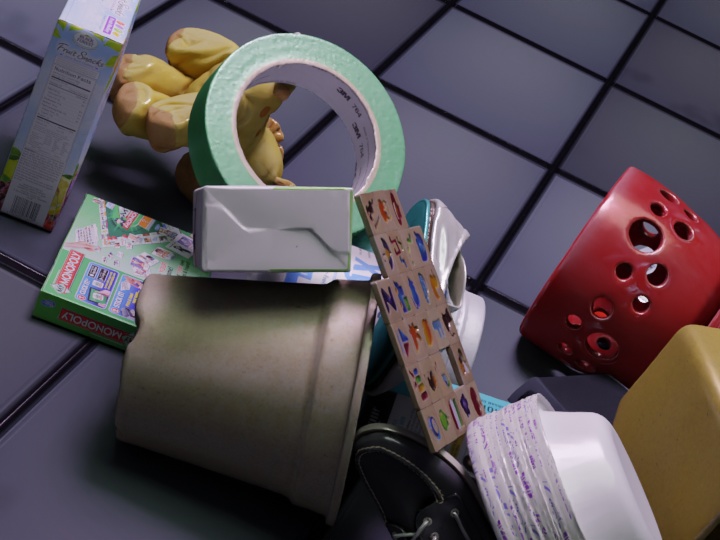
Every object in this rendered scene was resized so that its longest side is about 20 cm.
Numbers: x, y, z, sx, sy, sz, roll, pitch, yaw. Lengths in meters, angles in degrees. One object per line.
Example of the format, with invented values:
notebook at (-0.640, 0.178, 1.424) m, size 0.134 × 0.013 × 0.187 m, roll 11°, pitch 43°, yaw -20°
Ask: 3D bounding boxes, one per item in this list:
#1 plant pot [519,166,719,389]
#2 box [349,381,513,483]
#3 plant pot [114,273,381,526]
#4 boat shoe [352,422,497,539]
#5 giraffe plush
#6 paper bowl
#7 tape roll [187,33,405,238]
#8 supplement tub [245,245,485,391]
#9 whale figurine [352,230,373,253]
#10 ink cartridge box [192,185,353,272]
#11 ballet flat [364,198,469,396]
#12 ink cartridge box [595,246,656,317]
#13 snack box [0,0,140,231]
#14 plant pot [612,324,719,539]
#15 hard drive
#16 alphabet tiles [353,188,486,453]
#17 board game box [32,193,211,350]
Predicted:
plant pot at (0.280, 0.030, 1.931) m, size 0.182 × 0.201 × 0.200 m, roll 37°, pitch 28°, yaw 8°
box at (0.093, 0.148, 1.647) m, size 0.199 × 0.083 × 0.049 m, roll 19°, pitch 24°, yaw 0°
plant pot at (-0.091, 0.083, 1.542) m, size 0.183 × 0.201 × 0.201 m, roll 11°, pitch 27°, yaw -1°
boat shoe at (0.060, 0.200, 1.491) m, size 0.200 × 0.073 × 0.063 m, roll 51°, pitch 37°, yaw -19°
giraffe plush at (-0.137, -0.133, 1.936) m, size 0.199 × 0.163 × 0.173 m, roll -14°, pitch 39°, yaw -7°
paper bowl at (0.166, 0.190, 1.512) m, size 0.201 × 0.104 × 0.201 m, roll -23°, pitch 90°, yaw -81°
tape roll at (-0.057, -0.116, 1.802) m, size 0.200 × 0.048 × 0.201 m, roll 9°, pitch 68°, yaw -23°
supplement tub at (-0.005, 0.048, 1.719) m, size 0.199 × 0.132 × 0.132 m, roll 19°, pitch 26°, yaw -7°
whale figurine at (0.000, 0.000, 1.843) m, size 0.199 × 0.104 × 0.159 m, roll 10°, pitch 30°, yaw -26°
ink cartridge box at (-0.074, -0.033, 1.561) m, size 0.117 × 0.068 × 0.200 m, roll 0°, pitch 2°, yaw -7°
ballet flat at (0.055, 0.028, 1.639) m, size 0.069 × 0.070 × 0.201 m, roll 21°, pitch 53°, yaw -7°
ink cartridge box at (0.323, 0.045, 2.097) m, size 0.162 × 0.050 × 0.200 m, roll 36°, pitch 25°, yaw 24°
snack box at (-0.267, -0.163, 1.815) m, size 0.067 × 0.201 × 0.169 m, roll 20°, pitch 27°, yaw -8°
plant pot at (0.317, 0.160, 1.660) m, size 0.195 × 0.194 × 0.200 m, roll 8°, pitch 44°, yaw -29°
hard drive at (0.240, 0.165, 1.807) m, size 0.134 × 0.042 × 0.200 m, roll 1°, pitch 35°, yaw -39°
alphabet tiles at (0.044, 0.033, 1.525) m, size 0.201 × 0.008 × 0.167 m, roll 70°, pitch 18°, yaw 1°
board game box at (-0.203, 0.007, 1.745) m, size 0.134 × 0.029 × 0.200 m, roll 21°, pitch 26°, yaw -5°
